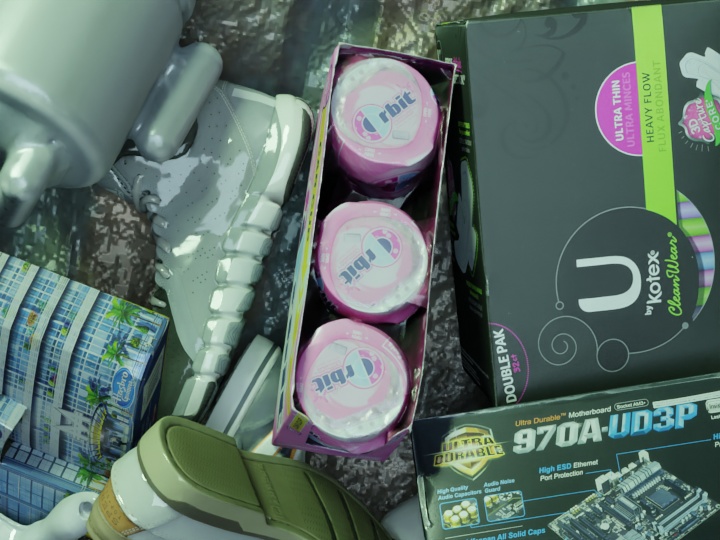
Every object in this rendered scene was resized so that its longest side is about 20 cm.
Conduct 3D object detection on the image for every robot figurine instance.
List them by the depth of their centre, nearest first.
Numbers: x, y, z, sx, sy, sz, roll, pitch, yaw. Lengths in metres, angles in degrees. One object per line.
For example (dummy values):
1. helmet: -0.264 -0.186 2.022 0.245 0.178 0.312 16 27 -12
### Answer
1. robot figurine: -0.155 -0.124 0.926 0.169 0.113 0.201 31 68 -14

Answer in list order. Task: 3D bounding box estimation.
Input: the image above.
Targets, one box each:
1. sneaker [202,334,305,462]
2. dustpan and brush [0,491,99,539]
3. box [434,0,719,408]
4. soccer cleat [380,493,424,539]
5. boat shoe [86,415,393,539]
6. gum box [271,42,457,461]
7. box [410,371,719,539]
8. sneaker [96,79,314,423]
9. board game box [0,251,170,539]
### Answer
1. sneaker: -0.076 0.141 0.997 0.079 0.078 0.201 31 92 -2
2. dustpan and brush: -0.188 0.158 0.958 0.140 0.200 0.057 46 56 -9
3. box: 0.124 -0.041 0.972 0.147 0.124 0.202 -6 98 -5
4. soccer cleat: 0.084 0.203 1.031 0.077 0.069 0.201 -20 110 30
5. boat shoe: -0.054 0.139 0.925 0.068 0.075 0.199 -42 130 19
6. gum box: 0.000 0.000 0.939 0.065 0.114 0.202 8 76 -4
7. box: 0.131 0.140 0.893 0.198 0.046 0.161 -10 68 3
8. sneaker: -0.108 -0.014 0.987 0.114 0.075 0.202 20 84 -2
9. board game box: -0.207 0.066 0.942 0.198 0.201 0.062 20 53 4
